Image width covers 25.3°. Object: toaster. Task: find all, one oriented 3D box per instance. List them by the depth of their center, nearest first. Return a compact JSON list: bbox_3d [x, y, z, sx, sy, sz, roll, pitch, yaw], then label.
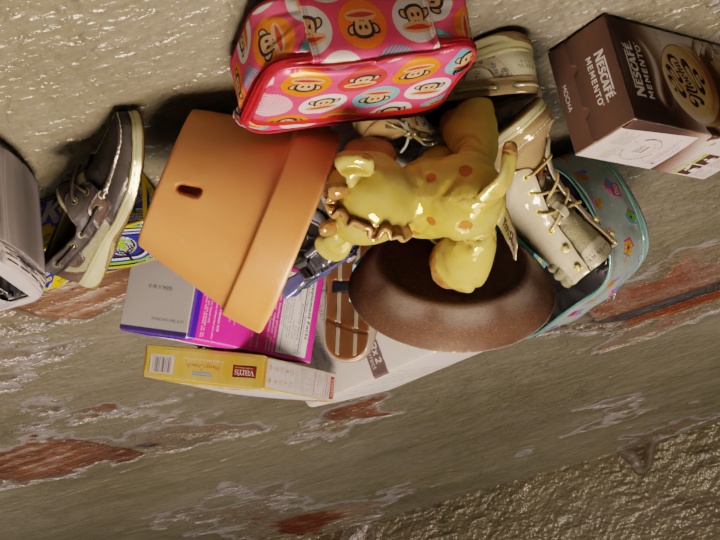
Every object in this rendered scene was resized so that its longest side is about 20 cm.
[{"bbox_3d":[-0.360,-0.040,1.491,0.113,0.130,0.200,-13,161,6],"label":"toaster"}]

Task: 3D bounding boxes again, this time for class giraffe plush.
[{"bbox_3d":[0.041,-0.063,1.429,0.161,0.174,0.200,2,-162,-10],"label":"giraffe plush"}]

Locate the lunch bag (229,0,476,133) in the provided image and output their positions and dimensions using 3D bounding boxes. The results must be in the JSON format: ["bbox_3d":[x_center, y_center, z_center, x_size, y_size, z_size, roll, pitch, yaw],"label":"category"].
[{"bbox_3d":[-0.013,-0.178,1.394,0.199,0.082,0.176,-8,165,-18],"label":"lunch bag"}]

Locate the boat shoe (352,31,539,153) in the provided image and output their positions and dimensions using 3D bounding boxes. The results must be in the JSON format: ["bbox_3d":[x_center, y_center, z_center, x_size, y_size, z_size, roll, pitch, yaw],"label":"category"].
[{"bbox_3d":[0.076,-0.160,1.516,0.199,0.063,0.073,-24,158,33],"label":"boat shoe"}]

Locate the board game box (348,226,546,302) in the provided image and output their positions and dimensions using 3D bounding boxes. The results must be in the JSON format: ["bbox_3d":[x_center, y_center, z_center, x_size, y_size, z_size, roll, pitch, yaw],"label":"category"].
[{"bbox_3d":[0.097,-0.007,1.653,0.150,0.047,0.200,18,-149,17],"label":"board game box"}]

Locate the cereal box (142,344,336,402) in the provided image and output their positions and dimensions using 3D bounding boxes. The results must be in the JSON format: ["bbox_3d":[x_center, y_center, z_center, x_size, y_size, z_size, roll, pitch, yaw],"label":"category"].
[{"bbox_3d":[-0.127,0.113,1.741,0.143,0.040,0.200,4,173,20],"label":"cereal box"}]

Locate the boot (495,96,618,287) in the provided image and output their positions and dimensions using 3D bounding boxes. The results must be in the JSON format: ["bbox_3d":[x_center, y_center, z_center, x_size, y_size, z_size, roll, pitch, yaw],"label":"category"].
[{"bbox_3d":[0.182,-0.069,1.529,0.072,0.155,0.200,-39,170,-18],"label":"boot"}]

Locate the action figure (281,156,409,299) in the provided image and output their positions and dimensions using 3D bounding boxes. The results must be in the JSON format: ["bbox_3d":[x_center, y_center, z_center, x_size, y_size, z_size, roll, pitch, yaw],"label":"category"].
[{"bbox_3d":[-0.017,-0.064,1.594,0.200,0.105,0.193,-36,175,-1],"label":"action figure"}]

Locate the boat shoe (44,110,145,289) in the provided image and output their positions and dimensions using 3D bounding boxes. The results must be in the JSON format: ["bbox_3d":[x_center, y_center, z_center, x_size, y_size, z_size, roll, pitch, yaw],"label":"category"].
[{"bbox_3d":[-0.253,-0.065,1.506,0.066,0.072,0.202,7,130,-23],"label":"boat shoe"}]

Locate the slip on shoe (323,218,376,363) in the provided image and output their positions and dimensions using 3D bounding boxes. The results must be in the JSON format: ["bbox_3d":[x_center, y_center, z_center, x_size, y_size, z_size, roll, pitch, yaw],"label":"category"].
[{"bbox_3d":[0.000,0.000,1.750,0.075,0.202,0.061,4,180,11],"label":"slip on shoe"}]

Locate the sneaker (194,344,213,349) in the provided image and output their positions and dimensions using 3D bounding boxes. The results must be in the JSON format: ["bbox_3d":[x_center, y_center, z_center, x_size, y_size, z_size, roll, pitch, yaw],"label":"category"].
[{"bbox_3d":[-0.172,0.025,1.785,0.079,0.131,0.200,-14,162,17],"label":"sneaker"}]

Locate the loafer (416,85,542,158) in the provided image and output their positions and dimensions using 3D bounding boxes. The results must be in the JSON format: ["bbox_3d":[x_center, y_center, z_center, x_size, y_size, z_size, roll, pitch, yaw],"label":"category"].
[{"bbox_3d":[0.120,-0.129,1.628,0.063,0.072,0.200,-10,159,-27],"label":"loafer"}]

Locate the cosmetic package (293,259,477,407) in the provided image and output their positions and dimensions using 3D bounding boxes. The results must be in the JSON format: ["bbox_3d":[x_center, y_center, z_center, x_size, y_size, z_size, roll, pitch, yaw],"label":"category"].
[{"bbox_3d":[0.033,0.045,1.872,0.199,0.166,0.165,-27,168,35],"label":"cosmetic package"}]

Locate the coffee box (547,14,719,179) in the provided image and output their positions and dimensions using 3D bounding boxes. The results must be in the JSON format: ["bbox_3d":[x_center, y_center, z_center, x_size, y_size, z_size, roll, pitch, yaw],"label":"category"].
[{"bbox_3d":[0.285,-0.164,1.552,0.199,0.114,0.080,5,154,-41],"label":"coffee box"}]

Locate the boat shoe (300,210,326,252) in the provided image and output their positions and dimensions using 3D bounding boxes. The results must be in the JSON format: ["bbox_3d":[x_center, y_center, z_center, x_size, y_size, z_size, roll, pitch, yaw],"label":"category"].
[{"bbox_3d":[-0.095,-0.038,1.752,0.070,0.067,0.200,-20,159,23],"label":"boat shoe"}]

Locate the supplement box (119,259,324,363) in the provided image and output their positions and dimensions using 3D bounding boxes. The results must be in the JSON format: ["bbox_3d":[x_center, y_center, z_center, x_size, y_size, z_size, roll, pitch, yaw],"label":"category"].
[{"bbox_3d":[-0.142,0.034,1.696,0.101,0.104,0.200,5,172,37],"label":"supplement box"}]

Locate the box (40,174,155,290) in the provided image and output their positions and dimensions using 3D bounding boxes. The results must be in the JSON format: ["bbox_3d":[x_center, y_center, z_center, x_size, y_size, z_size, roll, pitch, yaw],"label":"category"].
[{"bbox_3d":[-0.300,-0.031,1.626,0.199,0.070,0.064,-16,142,10],"label":"box"}]

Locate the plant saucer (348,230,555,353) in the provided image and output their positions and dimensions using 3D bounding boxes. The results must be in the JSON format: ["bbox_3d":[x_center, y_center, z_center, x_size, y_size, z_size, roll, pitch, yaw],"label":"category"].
[{"bbox_3d":[0.088,0.005,1.528,0.199,0.201,0.037,-7,126,-13],"label":"plant saucer"}]

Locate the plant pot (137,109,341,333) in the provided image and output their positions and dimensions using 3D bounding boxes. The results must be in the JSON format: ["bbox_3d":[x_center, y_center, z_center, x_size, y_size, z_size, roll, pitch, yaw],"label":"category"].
[{"bbox_3d":[-0.118,-0.061,1.493,0.139,0.201,0.200,23,154,-5],"label":"plant pot"}]

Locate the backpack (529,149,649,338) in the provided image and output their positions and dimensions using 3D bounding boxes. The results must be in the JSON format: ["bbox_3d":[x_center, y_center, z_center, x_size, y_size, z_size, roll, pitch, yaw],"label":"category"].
[{"bbox_3d":[0.227,-0.038,1.790,0.153,0.177,0.200,-20,167,-34],"label":"backpack"}]
